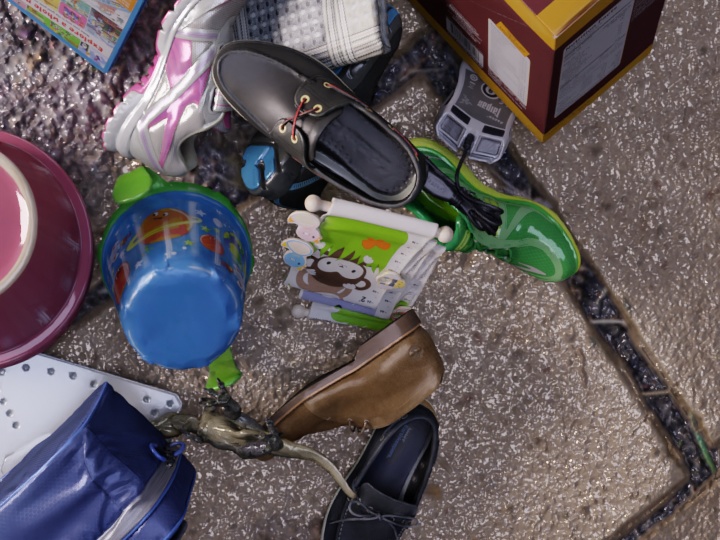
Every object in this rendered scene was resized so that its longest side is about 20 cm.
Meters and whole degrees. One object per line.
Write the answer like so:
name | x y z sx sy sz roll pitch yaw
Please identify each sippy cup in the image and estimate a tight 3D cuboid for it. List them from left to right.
sippy cup | -0.151 0.012 0.955 0.176 0.131 0.140 30 106 -23

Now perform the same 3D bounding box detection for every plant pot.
plant pot | -0.312 -0.025 0.905 0.196 0.179 0.204 1 83 -11

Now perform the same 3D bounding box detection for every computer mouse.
computer mouse | 0.103 -0.124 1.025 0.108 0.044 0.201 27 53 1

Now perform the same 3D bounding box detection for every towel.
towel | -0.068 -0.265 0.967 0.190 0.034 0.204 -5 94 35

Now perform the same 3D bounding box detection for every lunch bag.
lunch bag | -0.222 0.200 0.932 0.199 0.136 0.133 -41 101 9

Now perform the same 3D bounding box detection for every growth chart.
growth chart | 0.000 0.000 0.986 0.142 0.201 0.018 7 59 -6

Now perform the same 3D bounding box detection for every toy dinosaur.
toy dinosaur | -0.095 0.139 0.968 0.197 0.089 0.048 17 62 11

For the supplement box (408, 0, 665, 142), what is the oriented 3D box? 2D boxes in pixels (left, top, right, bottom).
supplement box | 0.139 -0.253 0.946 0.132 0.200 0.198 -39 74 -6

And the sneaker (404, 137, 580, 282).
sneaker | 0.105 -0.038 1.036 0.198 0.074 0.084 30 51 -3

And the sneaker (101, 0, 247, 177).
sneaker | -0.134 -0.165 0.972 0.088 0.081 0.201 34 111 0

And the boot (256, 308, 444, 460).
boot | -0.014 0.122 1.015 0.199 0.074 0.076 -35 90 10

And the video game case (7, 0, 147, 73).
video game case | -0.232 -0.260 0.922 0.142 0.200 0.018 36 53 -10

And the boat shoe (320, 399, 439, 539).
boat shoe | 0.018 0.211 1.050 0.074 0.062 0.202 25 90 -12

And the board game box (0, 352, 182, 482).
board game box | -0.280 0.178 1.012 0.197 0.026 0.203 18 89 -11

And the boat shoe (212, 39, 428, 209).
boat shoe | -0.032 -0.120 0.918 0.200 0.063 0.074 34 101 -4

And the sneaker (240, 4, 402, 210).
sneaker | -0.025 -0.143 1.009 0.081 0.073 0.201 27 105 -47
